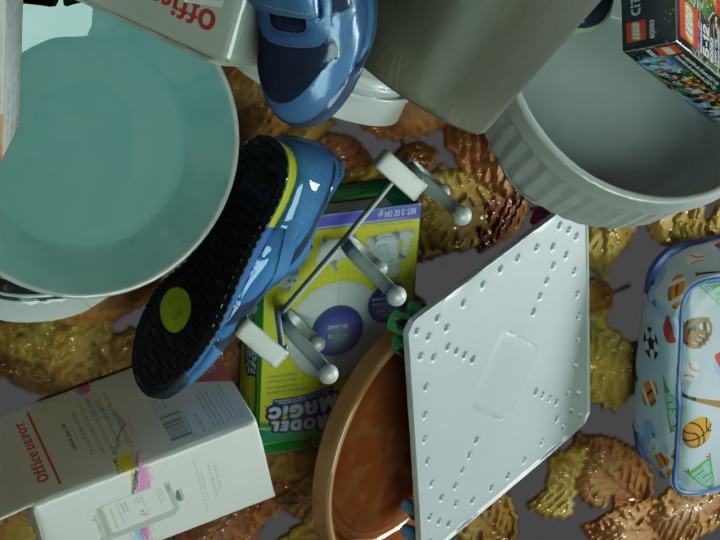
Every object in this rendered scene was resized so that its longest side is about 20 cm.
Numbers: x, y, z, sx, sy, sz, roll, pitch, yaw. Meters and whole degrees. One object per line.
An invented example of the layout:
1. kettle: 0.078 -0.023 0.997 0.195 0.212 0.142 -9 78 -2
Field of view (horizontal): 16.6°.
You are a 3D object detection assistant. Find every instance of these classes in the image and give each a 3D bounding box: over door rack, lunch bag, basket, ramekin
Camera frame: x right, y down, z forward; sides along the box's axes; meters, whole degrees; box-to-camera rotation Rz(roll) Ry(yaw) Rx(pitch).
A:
1. over door rack: 0.000 0.000 1.569 0.067 0.200 0.148 40 95 3
2. lunch bag: 0.287 0.070 1.849 0.159 0.076 0.201 -10 119 -20
3. basket: 0.082 -0.191 1.419 0.180 0.136 0.201 21 110 -39
4. ramekin: 0.170 -0.123 1.632 0.199 0.105 0.202 5 73 -16

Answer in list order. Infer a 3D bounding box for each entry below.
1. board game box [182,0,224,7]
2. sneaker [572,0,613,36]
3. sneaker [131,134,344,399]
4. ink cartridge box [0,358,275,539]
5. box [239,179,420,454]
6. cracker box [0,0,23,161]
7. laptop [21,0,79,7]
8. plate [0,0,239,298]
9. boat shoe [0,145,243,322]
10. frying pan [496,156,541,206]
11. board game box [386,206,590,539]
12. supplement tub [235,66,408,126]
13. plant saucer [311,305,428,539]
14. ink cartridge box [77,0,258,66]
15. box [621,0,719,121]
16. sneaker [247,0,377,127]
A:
1. board game box: -0.109 -0.267 1.410 0.034 0.134 0.201 1 109 -53
2. sneaker: 0.132 -0.251 1.551 0.074 0.084 0.202 -4 82 -19
3. sneaker: -0.075 0.003 1.601 0.078 0.066 0.201 11 117 -50
4. ink cartridge box: -0.172 0.133 1.660 0.199 0.117 0.068 -19 122 -11
5. box: -0.024 0.041 1.717 0.117 0.048 0.201 -8 120 -20
6. cracker box: -0.270 -0.172 1.466 0.133 0.058 0.201 6 115 2
7. laptop: -0.197 -0.262 1.506 0.198 0.103 0.178 7 115 2
8. plate: -0.176 -0.082 1.556 0.199 0.026 0.202 1 85 -8
9. boat shoe: -0.158 -0.030 1.600 0.199 0.072 0.068 -19 137 -16
10. frying pan: 0.156 -0.133 1.710 0.115 0.031 0.191 32 82 -27
11. board game box: 0.092 0.070 1.732 0.200 0.026 0.201 -35 134 -37
12. supplement tub: 0.006 -0.206 1.540 0.144 0.144 0.201 13 110 -28
13. plant saucer: 0.032 0.118 1.728 0.200 0.032 0.202 -30 132 -40
14. ink cartridge box: -0.078 -0.234 1.462 0.083 0.144 0.201 1 111 -52
15. box: 0.206 -0.210 1.547 0.037 0.202 0.136 -9 161 29
16. sneaker: -0.032 -0.180 1.369 0.082 0.074 0.202 -2 104 -51
